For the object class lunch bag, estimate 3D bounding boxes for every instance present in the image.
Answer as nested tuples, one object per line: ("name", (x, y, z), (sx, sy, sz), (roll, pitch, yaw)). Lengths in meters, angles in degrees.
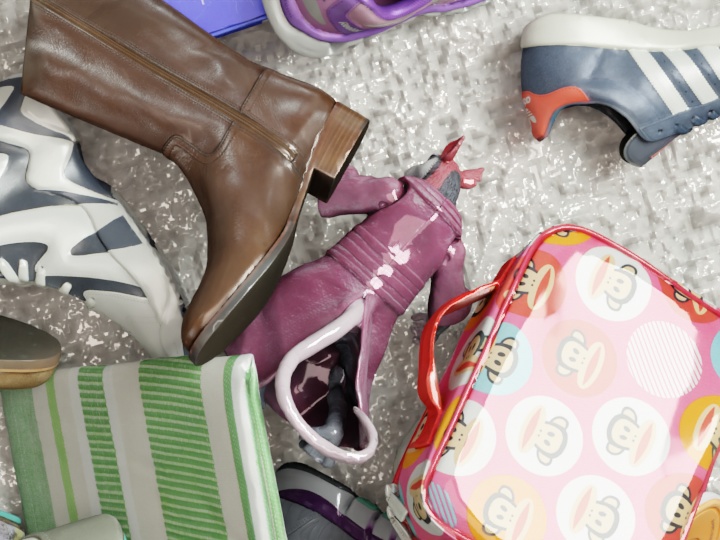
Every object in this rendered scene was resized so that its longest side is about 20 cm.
("lunch bag", (0.107, 0.081, 1.085), (0.175, 0.082, 0.201), (32, 69, -6))

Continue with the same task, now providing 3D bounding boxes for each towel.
("towel", (-0.122, 0.126, 1.126), (0.199, 0.023, 0.154), (-9, 93, 41))

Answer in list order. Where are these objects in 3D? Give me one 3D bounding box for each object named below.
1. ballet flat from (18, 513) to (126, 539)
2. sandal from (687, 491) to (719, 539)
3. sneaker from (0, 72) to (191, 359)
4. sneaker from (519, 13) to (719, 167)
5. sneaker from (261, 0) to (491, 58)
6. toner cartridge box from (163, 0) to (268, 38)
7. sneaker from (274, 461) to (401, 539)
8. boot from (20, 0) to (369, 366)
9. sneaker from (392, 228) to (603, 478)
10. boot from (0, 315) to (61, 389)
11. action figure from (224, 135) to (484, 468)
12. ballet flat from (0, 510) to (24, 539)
("ballet flat", (-0.217, 0.198, 1.112), (0.200, 0.068, 0.064), (-41, 129, 17))
("sandal", (0.171, 0.229, 1.180), (0.059, 0.079, 0.208), (36, 98, 37))
("sneaker", (-0.188, -0.001, 1.151), (0.129, 0.079, 0.200), (-35, 94, -1))
("sneaker", (0.192, -0.102, 1.178), (0.198, 0.075, 0.085), (4, 90, 6))
("sneaker", (0.043, -0.184, 1.135), (0.199, 0.088, 0.081), (-27, 95, -24))
("toner cartridge box", (-0.096, -0.239, 1.165), (0.094, 0.043, 0.202), (-18, 94, -4))
("sneaker", (0.019, 0.190, 1.147), (0.199, 0.074, 0.088), (25, 78, 26))
("boot", (-0.120, -0.064, 1.094), (0.199, 0.064, 0.187), (30, 59, 3))
("sneaker", (0.096, 0.065, 1.168), (0.075, 0.088, 0.201), (33, 88, -3))
("boot", (-0.268, 0.066, 1.156), (0.198, 0.074, 0.076), (-1, 105, 7))
("action figure", (0.000, 0.000, 1.127), (0.134, 0.149, 0.201), (38, 84, -4))
("ballet flat", (-0.283, 0.137, 1.122), (0.199, 0.072, 0.072), (30, 90, -28))
